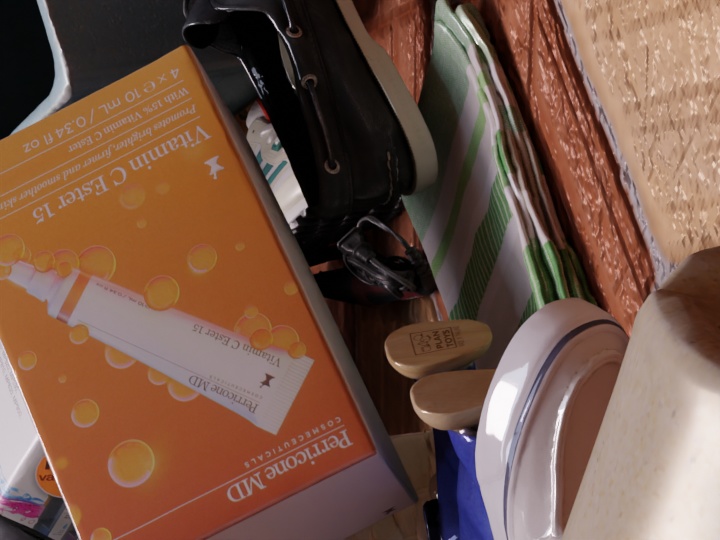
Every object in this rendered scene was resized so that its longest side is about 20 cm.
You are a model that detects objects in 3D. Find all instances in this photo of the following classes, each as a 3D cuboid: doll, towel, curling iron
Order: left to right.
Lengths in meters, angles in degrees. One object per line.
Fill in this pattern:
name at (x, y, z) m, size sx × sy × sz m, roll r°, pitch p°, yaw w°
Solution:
curling iron at (0.000, 0.000, 1.061) m, size 0.050 × 0.026 × 0.200 m, roll 44°, pitch 171°, yaw -6°
doll at (0.046, 0.120, 0.841) m, size 0.137 × 0.048 × 0.201 m, roll -117°, pitch 18°, yaw -61°
towel at (0.056, 0.005, 0.869) m, size 0.153 × 0.023 × 0.200 m, roll 102°, pitch 154°, yaw -56°

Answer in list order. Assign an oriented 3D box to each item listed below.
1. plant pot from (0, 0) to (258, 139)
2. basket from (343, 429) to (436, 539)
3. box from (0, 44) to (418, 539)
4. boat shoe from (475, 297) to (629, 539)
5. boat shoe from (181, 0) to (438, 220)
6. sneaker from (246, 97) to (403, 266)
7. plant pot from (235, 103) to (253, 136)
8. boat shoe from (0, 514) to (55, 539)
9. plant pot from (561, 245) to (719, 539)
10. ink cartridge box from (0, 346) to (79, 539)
plant pot at (-0.129, -0.153, 1.078) m, size 0.196 × 0.200 × 0.196 m, roll -33°, pitch 71°, yaw 52°
basket at (0.002, 0.174, 0.954) m, size 0.123 × 0.135 × 0.201 m, roll 139°, pitch 120°, yaw -70°
box at (-0.078, 0.029, 0.871) m, size 0.200 × 0.124 × 0.098 m, roll 64°, pitch -178°, yaw 21°
boat shoe at (0.085, 0.110, 0.738) m, size 0.066 × 0.072 × 0.201 m, roll 25°, pitch 120°, yaw 48°
boat shoe at (-0.044, -0.109, 0.901) m, size 0.200 × 0.066 × 0.075 m, roll 60°, pitch 161°, yaw 2°
sneaker at (-0.033, -0.056, 1.076) m, size 0.200 × 0.070 × 0.094 m, roll 136°, pitch 118°, yaw -76°
plant pot at (-0.138, -0.096, 1.292) m, size 0.200 × 0.186 × 0.187 m, roll -17°, pitch 82°, yaw 62°
boat shoe at (-0.110, 0.168, 1.006) m, size 0.076 × 0.200 × 0.060 m, roll 19°, pitch 86°, yaw 45°
plant pot at (0.110, 0.099, 0.441) m, size 0.200 × 0.200 × 0.184 m, roll -129°, pitch 45°, yaw -63°
ink cartridge box at (-0.145, 0.083, 1.069) m, size 0.200 × 0.145 × 0.145 m, roll -57°, pitch 41°, yaw 29°
